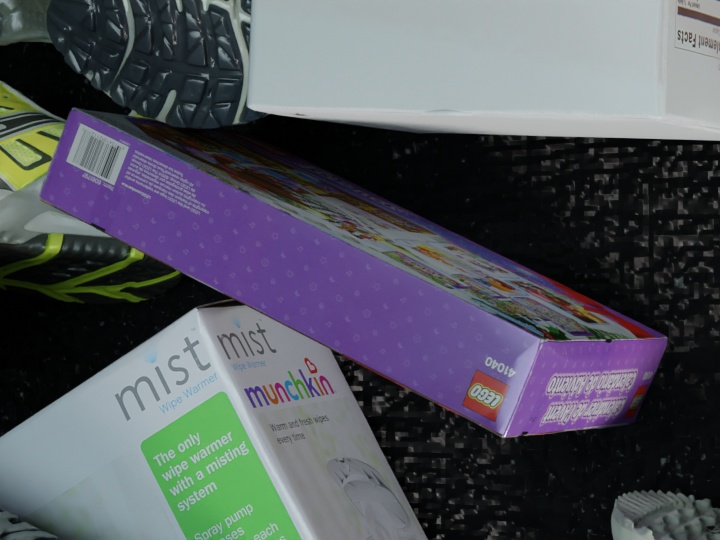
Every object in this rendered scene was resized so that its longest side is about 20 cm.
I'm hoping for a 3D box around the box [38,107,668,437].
[{"bbox_3d":[0.000,0.000,0.940,0.199,0.137,0.039,27,100,23],"label":"box"}]

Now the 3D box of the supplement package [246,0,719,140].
[{"bbox_3d":[0.062,-0.149,0.903,0.151,0.150,0.202,3,91,24],"label":"supplement package"}]

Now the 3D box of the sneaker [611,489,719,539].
[{"bbox_3d":[0.166,0.160,0.905,0.199,0.069,0.100,25,107,27],"label":"sneaker"}]

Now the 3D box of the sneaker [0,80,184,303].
[{"bbox_3d":[-0.167,-0.035,1.031,0.198,0.075,0.077,6,68,-9],"label":"sneaker"}]

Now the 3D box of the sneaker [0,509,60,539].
[{"bbox_3d":[-0.107,0.115,0.920,0.108,0.070,0.200,-44,81,25],"label":"sneaker"}]

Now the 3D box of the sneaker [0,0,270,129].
[{"bbox_3d":[-0.087,-0.113,0.986,0.199,0.086,0.078,21,114,28],"label":"sneaker"}]

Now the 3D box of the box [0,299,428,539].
[{"bbox_3d":[-0.077,0.134,1.000,0.199,0.097,0.177,-32,79,23],"label":"box"}]
